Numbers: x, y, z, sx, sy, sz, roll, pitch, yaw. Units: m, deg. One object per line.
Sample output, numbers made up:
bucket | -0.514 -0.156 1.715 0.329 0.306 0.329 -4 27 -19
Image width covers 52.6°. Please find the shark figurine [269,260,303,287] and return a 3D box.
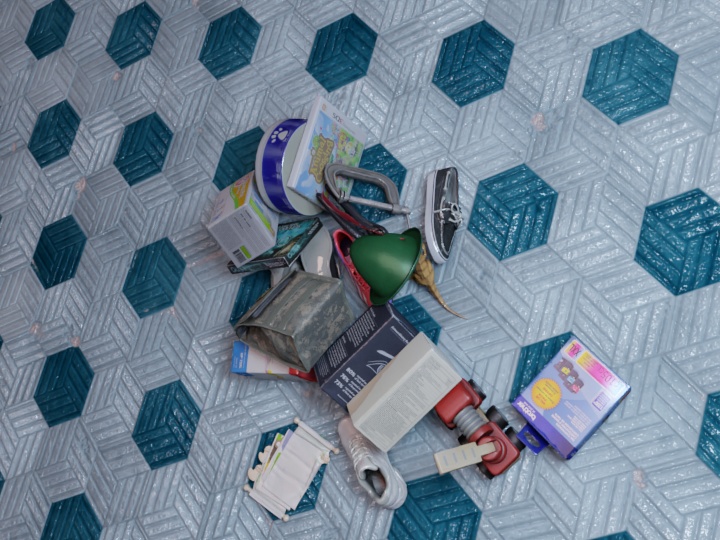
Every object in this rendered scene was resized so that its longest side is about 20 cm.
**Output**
shark figurine | -0.175 0.016 1.582 0.126 0.089 0.219 -4 72 23

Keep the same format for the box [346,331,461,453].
box | 0.078 0.221 1.330 0.200 0.095 0.078 -44 22 5

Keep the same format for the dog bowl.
dog bowl | -0.129 -0.221 1.557 0.078 0.199 0.204 10 79 35

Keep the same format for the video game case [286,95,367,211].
video game case | -0.066 -0.237 1.551 0.022 0.181 0.204 11 79 37

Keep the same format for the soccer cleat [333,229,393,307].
soccer cleat | 0.000 0.000 1.518 0.068 0.073 0.202 -34 65 10

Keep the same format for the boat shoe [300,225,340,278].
boat shoe | -0.079 -0.002 1.559 0.073 0.060 0.203 -19 66 10

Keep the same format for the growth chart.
growth chart | -0.148 0.406 1.501 0.144 0.018 0.202 36 91 27

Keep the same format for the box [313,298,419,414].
box | 0.030 0.178 1.402 0.200 0.148 0.104 -43 22 5

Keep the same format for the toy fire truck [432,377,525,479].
toy fire truck | 0.185 0.285 1.291 0.128 0.200 0.177 -42 64 6

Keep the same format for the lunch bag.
lunch bag | -0.139 0.086 1.426 0.197 0.119 0.164 12 46 39

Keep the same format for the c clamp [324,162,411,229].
c clamp | 0.018 -0.157 1.511 0.027 0.196 0.173 122 155 -42

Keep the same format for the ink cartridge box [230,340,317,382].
ink cartridge box | -0.154 0.189 1.507 0.196 0.116 0.069 -1 74 23

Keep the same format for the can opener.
can opener | -0.013 -0.099 1.511 0.199 0.079 0.064 39 83 -1

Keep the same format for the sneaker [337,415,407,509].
sneaker | 0.015 0.361 1.398 0.078 0.099 0.201 -41 64 7

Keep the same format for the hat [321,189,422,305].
hat | -0.004 -0.049 1.377 0.168 0.174 0.199 -63 19 -13

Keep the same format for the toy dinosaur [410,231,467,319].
toy dinosaur | 0.132 0.015 1.457 0.060 0.106 0.202 -31 109 -5

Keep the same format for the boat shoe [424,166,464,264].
boat shoe | 0.176 -0.114 1.476 0.067 0.073 0.203 -12 62 34

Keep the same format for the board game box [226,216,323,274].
board game box | -0.185 -0.052 1.560 0.198 0.028 0.136 -7 36 43

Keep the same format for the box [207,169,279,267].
box | -0.247 -0.116 1.579 0.100 0.113 0.201 -29 25 12

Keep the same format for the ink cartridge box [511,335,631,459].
ink cartridge box | 0.365 0.239 1.300 0.136 0.076 0.201 43 96 26
